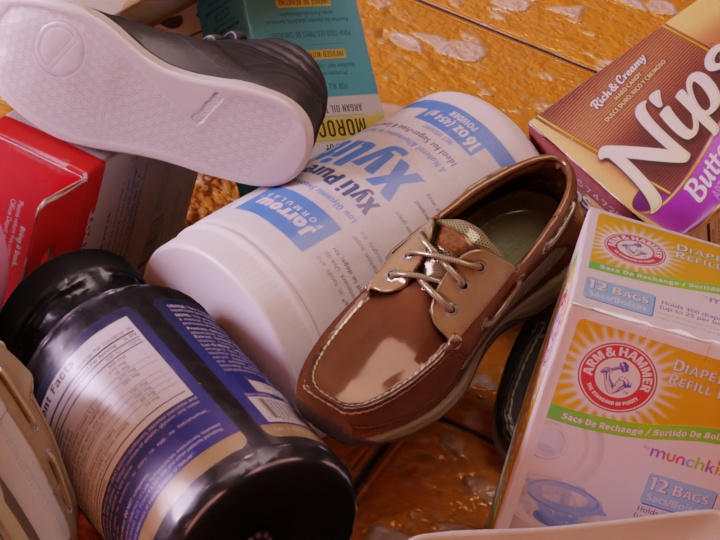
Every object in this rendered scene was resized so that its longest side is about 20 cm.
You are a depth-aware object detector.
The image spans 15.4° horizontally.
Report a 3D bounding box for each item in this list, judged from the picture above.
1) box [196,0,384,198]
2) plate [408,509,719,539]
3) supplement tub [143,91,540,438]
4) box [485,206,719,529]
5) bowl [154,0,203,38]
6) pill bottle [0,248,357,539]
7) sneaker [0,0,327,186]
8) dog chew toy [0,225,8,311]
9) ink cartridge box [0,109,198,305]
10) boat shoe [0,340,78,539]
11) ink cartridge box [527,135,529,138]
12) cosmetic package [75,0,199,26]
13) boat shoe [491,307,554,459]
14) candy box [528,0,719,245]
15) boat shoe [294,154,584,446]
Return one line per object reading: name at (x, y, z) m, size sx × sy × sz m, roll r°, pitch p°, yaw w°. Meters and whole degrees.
box at (-0.028, -0.069, 1.521) m, size 0.082 × 0.049 × 0.201 m, roll -7°, pitch 79°, yaw -35°
plate at (0.110, 0.209, 1.169) m, size 0.199 × 0.032 × 0.201 m, roll 0°, pitch 69°, yaw -39°
supplement tub at (0.000, 0.000, 1.407) m, size 0.200 × 0.132 × 0.132 m, roll -30°, pitch 52°, yaw -32°
box at (0.132, 0.087, 1.307) m, size 0.112 × 0.200 × 0.101 m, roll 17°, pitch 30°, yaw 1°
bowl at (-0.091, -0.137, 1.621) m, size 0.200 × 0.201 × 0.094 m, roll -4°, pitch 60°, yaw -31°
pill bottle at (-0.098, 0.077, 1.299) m, size 0.112 × 0.112 × 0.200 m, roll -7°, pitch 37°, yaw -35°
sneaker at (-0.107, -0.102, 1.415) m, size 0.200 × 0.071 × 0.099 m, roll 20°, pitch 19°, yaw 10°
dog chew toy at (-0.251, 0.028, 1.305) m, size 0.124 × 0.125 × 0.200 m, roll 18°, pitch 41°, yaw 3°
ink cartridge box at (-0.160, -0.037, 1.454) m, size 0.067 × 0.116 × 0.200 m, roll 26°, pitch 31°, yaw 14°
boat shoe at (-0.194, 0.060, 1.233) m, size 0.075 × 0.200 × 0.068 m, roll -14°, pitch 16°, yaw 28°
ink cartridge box at (0.129, -0.072, 1.596) m, size 0.047 × 0.197 × 0.200 m, roll 57°, pitch 37°, yaw -5°
cosmetic package at (-0.107, -0.189, 1.497) m, size 0.071 × 0.200 × 0.105 m, roll 61°, pitch 4°, yaw 2°
boat shoe at (0.136, 0.018, 1.452) m, size 0.072 × 0.202 × 0.060 m, roll 33°, pitch -12°, yaw 12°
candy box at (0.202, -0.086, 1.420) m, size 0.200 × 0.057 × 0.117 m, roll -35°, pitch 56°, yaw -16°
boat shoe at (0.040, 0.006, 1.295) m, size 0.076 × 0.074 × 0.200 m, roll 29°, pitch 48°, yaw 22°
